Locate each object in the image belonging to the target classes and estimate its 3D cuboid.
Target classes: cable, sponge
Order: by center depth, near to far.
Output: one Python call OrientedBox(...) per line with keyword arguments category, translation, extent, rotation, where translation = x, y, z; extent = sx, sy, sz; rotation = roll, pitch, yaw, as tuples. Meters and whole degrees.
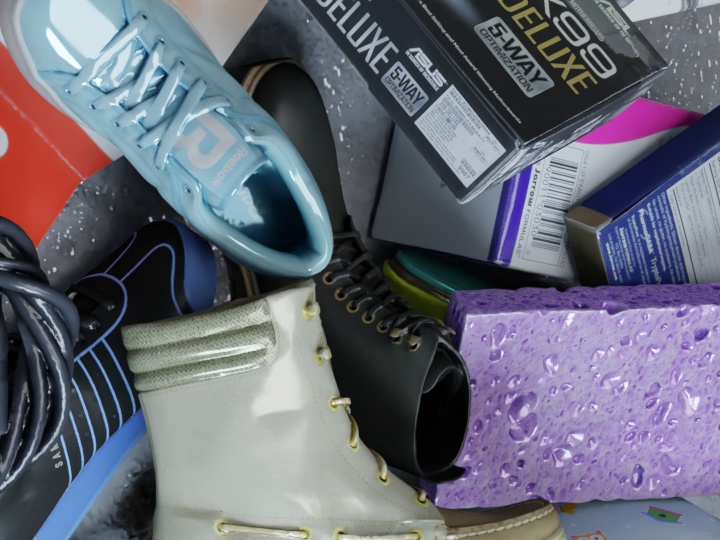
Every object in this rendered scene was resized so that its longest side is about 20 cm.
OrientedBox(category="cable", translation=(-0.214, 0.025, 1.240), extent=(0.163, 0.051, 0.200), rotation=(-38, 107, -8))
OrientedBox(category="sponge", translation=(0.131, 0.062, 1.451), extent=(0.199, 0.030, 0.112), rotation=(-1, 116, -21))

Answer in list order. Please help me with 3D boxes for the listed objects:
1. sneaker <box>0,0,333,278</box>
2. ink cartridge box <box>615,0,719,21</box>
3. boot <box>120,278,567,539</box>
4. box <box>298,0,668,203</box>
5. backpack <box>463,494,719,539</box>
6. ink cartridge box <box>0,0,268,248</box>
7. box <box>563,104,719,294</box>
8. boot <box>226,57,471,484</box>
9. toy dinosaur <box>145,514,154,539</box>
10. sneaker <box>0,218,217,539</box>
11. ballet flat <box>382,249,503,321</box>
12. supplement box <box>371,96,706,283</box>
OrientedBox(category="sneaker", translation=(-0.077, -0.069, 1.306), extent=(0.200, 0.082, 0.074), rotation=(41, 83, -32))
OrientedBox(category="ink cartridge box", translation=(0.131, -0.208, 1.521), extent=(0.199, 0.084, 0.146), rotation=(-15, 107, -39))
OrientedBox(category="boot", translation=(-0.006, 0.079, 1.320), extent=(0.199, 0.072, 0.156), rotation=(-8, 87, -19))
OrientedBox(category="box", translation=(0.038, -0.140, 1.372), extent=(0.200, 0.050, 0.158), rotation=(51, 36, 8))
OrientedBox(category="backpack", translation=(0.105, 0.189, 1.495), extent=(0.175, 0.200, 0.154), rotation=(-12, 103, -28))
OrientedBox(category="ink cartridge box", translation=(-0.142, -0.113, 1.315), extent=(0.162, 0.050, 0.201), rotation=(48, 63, -36))
OrientedBox(category="box", translation=(0.196, -0.025, 1.508), extent=(0.200, 0.032, 0.122), rotation=(-34, 125, -26))
OrientedBox(category="boot", translation=(0.000, 0.000, 1.405), extent=(0.077, 0.138, 0.201), rotation=(-19, 110, -38))
OrientedBox(category="toy dinosaur", translation=(-0.065, 0.157, 1.371), extent=(0.135, 0.201, 0.086), rotation=(-35, 159, 12))
OrientedBox(category="sneaker", translation=(-0.140, 0.051, 1.334), extent=(0.078, 0.070, 0.201), rotation=(45, 68, -43))
OrientedBox(category="ballet flat", translation=(0.079, 0.039, 1.541), extent=(0.199, 0.067, 0.067), rotation=(12, 111, -45))
OrientedBox(category="supplement box", translation=(0.116, -0.044, 1.527), extent=(0.199, 0.103, 0.102), rotation=(12, 90, -42))
